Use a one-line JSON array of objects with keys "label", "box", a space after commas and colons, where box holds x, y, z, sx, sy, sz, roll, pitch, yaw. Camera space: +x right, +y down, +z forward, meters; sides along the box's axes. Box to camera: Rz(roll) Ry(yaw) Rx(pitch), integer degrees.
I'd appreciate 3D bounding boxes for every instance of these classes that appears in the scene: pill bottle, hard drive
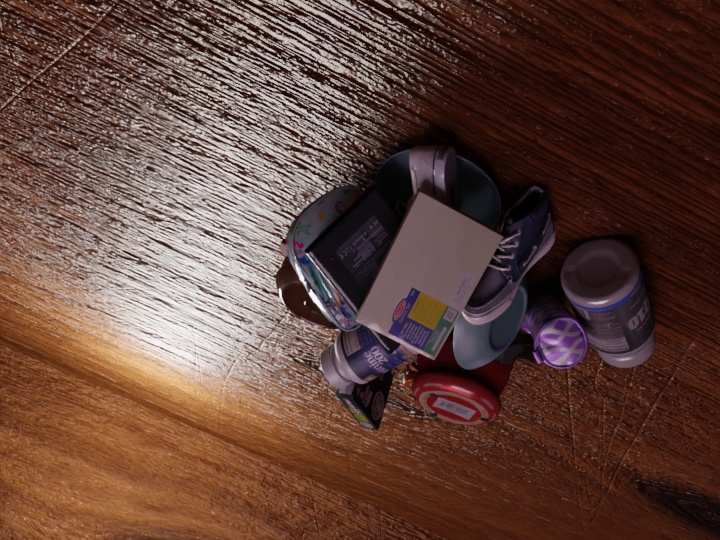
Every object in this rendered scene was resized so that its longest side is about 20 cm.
[{"label": "pill bottle", "box": [0.387, 0.057, 0.920, 0.111, 0.116, 0.201, -4, 141, 35]}, {"label": "hard drive", "box": [0.031, 0.002, 0.871, 0.202, 0.139, 0.033, 51, 174, -19]}, {"label": "pill bottle", "box": [0.020, 0.146, 1.152, 0.197, 0.113, 0.111, -33, 126, 24]}]

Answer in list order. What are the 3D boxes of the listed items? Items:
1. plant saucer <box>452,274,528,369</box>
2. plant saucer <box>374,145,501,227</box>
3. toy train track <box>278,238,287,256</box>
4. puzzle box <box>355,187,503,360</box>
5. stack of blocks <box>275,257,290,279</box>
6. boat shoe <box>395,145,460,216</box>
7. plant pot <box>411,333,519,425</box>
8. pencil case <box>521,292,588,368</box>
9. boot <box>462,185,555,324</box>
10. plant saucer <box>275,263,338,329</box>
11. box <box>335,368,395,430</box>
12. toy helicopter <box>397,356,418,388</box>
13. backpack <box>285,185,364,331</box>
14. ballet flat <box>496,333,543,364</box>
[{"label": "plant saucer", "box": [0.220, 0.070, 0.952, 0.038, 0.203, 0.203, 24, 158, 40]}, {"label": "plant saucer", "box": [0.117, -0.117, 0.904, 0.193, 0.028, 0.203, 16, 149, 10]}, {"label": "toy train track", "box": [-0.064, 0.015, 1.056, 0.197, 0.115, 0.033, 35, 110, -10]}, {"label": "puzzle box", "box": [0.090, 0.009, 0.822, 0.130, 0.026, 0.204, 25, 107, -7]}, {"label": "stack of blocks", "box": [-0.061, 0.039, 1.220, 0.113, 0.060, 0.199, -15, 133, 45]}, {"label": "boat shoe", "box": [0.094, -0.089, 0.861, 0.084, 0.076, 0.205, 13, 142, 24]}, {"label": "plant pot", "box": [0.200, 0.182, 1.165, 0.193, 0.187, 0.203, 14, 147, 9]}, {"label": "pencil case", "box": [0.303, 0.094, 0.960, 0.085, 0.200, 0.085, -36, 91, 13]}, {"label": "boot", "box": [0.201, -0.025, 0.844, 0.072, 0.201, 0.091, 25, 156, 41]}, {"label": "plant saucer", "box": [-0.081, 0.059, 1.171, 0.193, 0.035, 0.203, 16, 148, 10]}, {"label": "box", "box": [0.023, 0.215, 1.300, 0.043, 0.205, 0.162, 3, 145, 28]}, {"label": "toy helicopter", "box": [0.114, 0.174, 1.298, 0.129, 0.081, 0.199, -23, 139, 27]}, {"label": "backpack", "box": [-0.021, -0.026, 0.951, 0.203, 0.176, 0.150, 55, 169, -4]}, {"label": "ballet flat", "box": [0.306, 0.139, 1.106, 0.195, 0.046, 0.069, 3, 122, -40]}]
